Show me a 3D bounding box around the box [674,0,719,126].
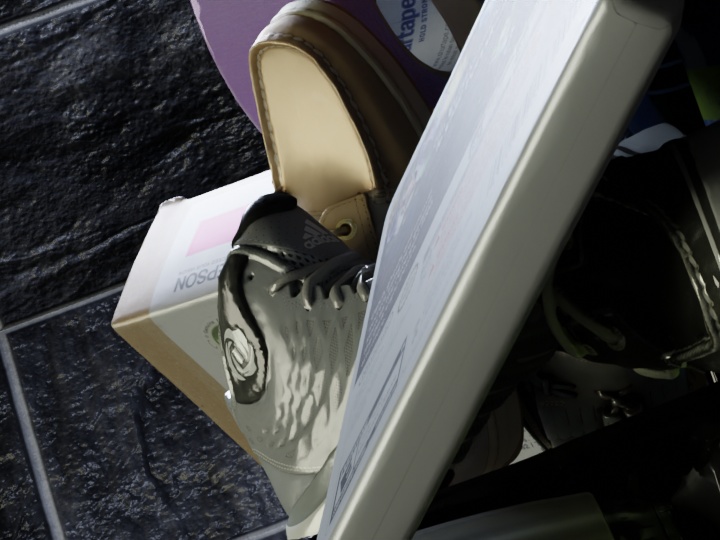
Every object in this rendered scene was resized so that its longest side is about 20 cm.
[{"bbox_3d":[0.126,-0.033,0.707,0.122,0.048,0.200,-155,44,-85],"label":"box"}]

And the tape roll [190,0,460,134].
[{"bbox_3d":[0.000,-0.143,1.174,0.200,0.066,0.200,29,-125,-53],"label":"tape roll"}]

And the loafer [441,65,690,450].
[{"bbox_3d":[0.079,0.013,1.021,0.063,0.072,0.200,-115,3,-64],"label":"loafer"}]

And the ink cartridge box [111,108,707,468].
[{"bbox_3d":[0.021,0.025,1.149,0.165,0.200,0.075,44,-131,-28],"label":"ink cartridge box"}]

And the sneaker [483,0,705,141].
[{"bbox_3d":[0.091,-0.086,0.857,0.200,0.078,0.070,46,177,-34],"label":"sneaker"}]

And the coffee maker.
[{"bbox_3d":[0.083,0.098,0.866,0.192,0.200,0.135,-112,2,-70],"label":"coffee maker"}]

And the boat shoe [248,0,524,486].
[{"bbox_3d":[0.000,0.000,1.009,0.074,0.069,0.200,-2,115,50],"label":"boat shoe"}]

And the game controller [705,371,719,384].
[{"bbox_3d":[0.119,-0.015,1.021,0.104,0.042,0.200,119,131,-86],"label":"game controller"}]

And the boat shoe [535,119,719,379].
[{"bbox_3d":[0.077,0.001,0.733,0.200,0.064,0.071,-140,29,-85],"label":"boat shoe"}]

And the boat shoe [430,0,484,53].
[{"bbox_3d":[0.070,-0.101,1.140,0.200,0.072,0.069,56,-151,-3],"label":"boat shoe"}]

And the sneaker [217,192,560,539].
[{"bbox_3d":[0.006,0.002,0.914,0.116,0.075,0.200,54,127,23],"label":"sneaker"}]

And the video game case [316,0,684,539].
[{"bbox_3d":[0.040,-0.036,0.727,0.182,0.023,0.200,-78,10,-54],"label":"video game case"}]

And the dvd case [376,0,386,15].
[{"bbox_3d":[0.000,-0.149,1.268,0.200,0.025,0.150,47,-139,-42],"label":"dvd case"}]
